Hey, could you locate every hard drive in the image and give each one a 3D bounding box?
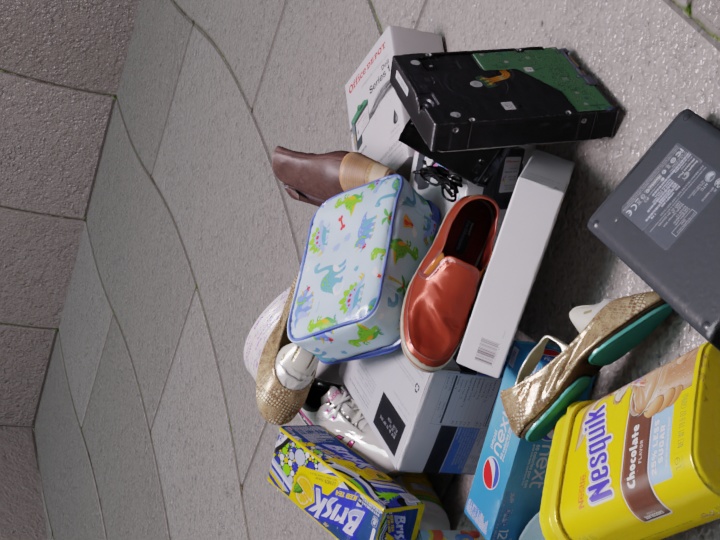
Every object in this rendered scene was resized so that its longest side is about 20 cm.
[{"bbox_3d":[0.143,-0.176,1.215,0.140,0.198,0.038,-116,24,-47],"label":"hard drive"},{"bbox_3d":[0.289,-0.040,1.007,0.140,0.033,0.200,-50,34,11],"label":"hard drive"}]

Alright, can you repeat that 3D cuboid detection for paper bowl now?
[{"bbox_3d":[-0.044,0.101,1.554,0.105,0.199,0.202,50,133,28],"label":"paper bowl"}]

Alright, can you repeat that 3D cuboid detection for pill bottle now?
[{"bbox_3d":[0.026,0.262,1.466,0.201,0.110,0.112,-119,42,-51],"label":"pill bottle"}]

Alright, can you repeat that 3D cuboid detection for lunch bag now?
[{"bbox_3d":[0.000,0.000,1.334,0.160,0.082,0.202,-19,47,39],"label":"lunch bag"}]

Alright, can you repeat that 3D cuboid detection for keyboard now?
[{"bbox_3d":[0.105,-0.131,1.303,0.105,0.039,0.200,-55,30,4],"label":"keyboard"}]

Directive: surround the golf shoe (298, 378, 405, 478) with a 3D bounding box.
[{"bbox_3d":[-0.014,0.183,1.413,0.199,0.092,0.073,20,58,46],"label":"golf shoe"}]

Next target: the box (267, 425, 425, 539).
[{"bbox_3d":[-0.019,0.245,1.326,0.199,0.064,0.071,29,110,47],"label":"box"}]

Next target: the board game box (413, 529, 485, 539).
[{"bbox_3d":[0.083,0.389,1.324,0.105,0.102,0.201,-109,34,-43],"label":"board game box"}]

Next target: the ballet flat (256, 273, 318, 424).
[{"bbox_3d":[-0.071,0.080,1.405,0.065,0.070,0.202,-33,39,60],"label":"ballet flat"}]

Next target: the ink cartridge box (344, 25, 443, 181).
[{"bbox_3d":[0.052,-0.191,1.546,0.146,0.084,0.202,-46,45,52],"label":"ink cartridge box"}]

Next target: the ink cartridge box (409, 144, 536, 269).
[{"bbox_3d":[0.124,-0.113,1.376,0.146,0.082,0.202,-153,71,-64],"label":"ink cartridge box"}]

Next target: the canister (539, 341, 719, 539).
[{"bbox_3d":[0.248,0.157,1.016,0.200,0.086,0.150,-42,25,52],"label":"canister"}]

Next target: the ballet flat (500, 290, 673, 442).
[{"bbox_3d":[0.203,0.074,1.115,0.200,0.070,0.065,-45,60,15],"label":"ballet flat"}]

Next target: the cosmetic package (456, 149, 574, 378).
[{"bbox_3d":[0.160,-0.011,1.223,0.151,0.051,0.202,-43,-28,-68],"label":"cosmetic package"}]

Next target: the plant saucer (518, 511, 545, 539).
[{"bbox_3d":[0.208,0.327,1.147,0.201,0.038,0.203,-25,62,61],"label":"plant saucer"}]

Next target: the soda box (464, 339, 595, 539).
[{"bbox_3d":[0.171,0.178,1.225,0.064,0.067,0.202,-133,54,-60],"label":"soda box"}]

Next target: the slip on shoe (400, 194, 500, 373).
[{"bbox_3d":[0.094,0.008,1.237,0.061,0.073,0.202,128,166,-74],"label":"slip on shoe"}]

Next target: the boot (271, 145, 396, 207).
[{"bbox_3d":[-0.008,-0.084,1.492,0.165,0.200,0.073,13,63,29],"label":"boot"}]

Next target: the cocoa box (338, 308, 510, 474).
[{"bbox_3d":[0.080,0.121,1.358,0.200,0.130,0.134,54,130,56],"label":"cocoa box"}]
